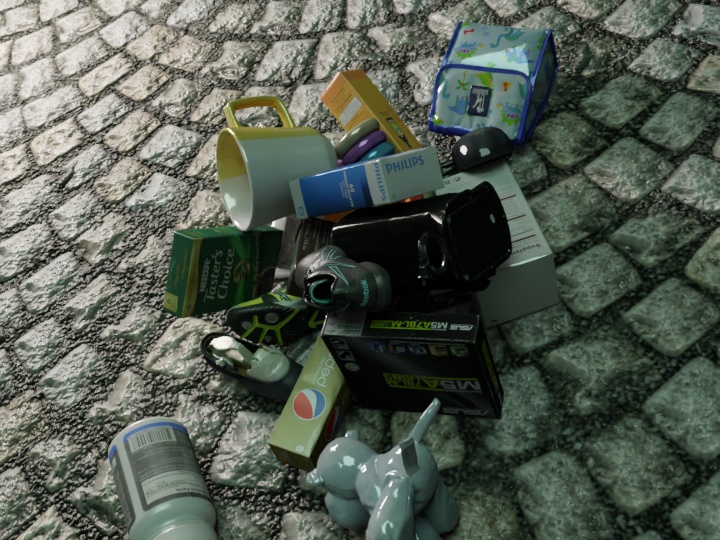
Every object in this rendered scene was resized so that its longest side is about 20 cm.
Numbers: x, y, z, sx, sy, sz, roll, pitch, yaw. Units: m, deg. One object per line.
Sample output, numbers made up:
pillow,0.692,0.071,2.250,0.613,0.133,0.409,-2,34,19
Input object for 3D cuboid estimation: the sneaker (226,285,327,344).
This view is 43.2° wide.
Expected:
sneaker,-0.103,0.054,1.368,0.199,0.076,0.077,-10,40,-5

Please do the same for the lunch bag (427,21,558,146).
lunch bag,0.218,-0.303,1.508,0.169,0.128,0.201,13,71,26

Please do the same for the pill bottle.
pill bottle,-0.255,0.302,1.190,0.113,0.114,0.200,-28,49,-3

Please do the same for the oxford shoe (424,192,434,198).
oxford shoe,0.049,-0.080,1.412,0.071,0.074,0.200,24,62,36

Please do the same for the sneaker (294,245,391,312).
sneaker,-0.042,0.011,1.136,0.079,0.076,0.200,-8,9,-30

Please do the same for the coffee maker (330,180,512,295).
coffee maker,0.061,-0.035,1.162,0.199,0.192,0.136,-9,83,42

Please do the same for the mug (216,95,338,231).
mug,-0.119,-0.164,1.334,0.152,0.188,0.149,-13,13,-24

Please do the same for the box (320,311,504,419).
box,0.071,0.122,1.164,0.199,0.194,0.048,2,52,20

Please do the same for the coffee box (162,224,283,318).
coffee box,-0.200,-0.002,1.344,0.044,0.200,0.124,21,105,31

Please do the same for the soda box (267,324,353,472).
soda box,-0.051,0.169,1.242,0.064,0.068,0.201,15,61,18

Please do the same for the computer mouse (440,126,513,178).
computer mouse,0.174,-0.181,1.378,0.138,0.200,0.053,-18,91,-1

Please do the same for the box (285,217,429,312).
box,0.000,0.000,1.310,0.199,0.075,0.101,13,54,-9

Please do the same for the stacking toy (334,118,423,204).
stacking toy,0.049,-0.128,1.370,0.085,0.085,0.200,-38,87,-12

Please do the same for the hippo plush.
hippo plush,0.010,0.268,1.083,0.160,0.201,0.159,5,32,33

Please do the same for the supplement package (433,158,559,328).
supplement package,0.192,-0.041,1.301,0.117,0.117,0.201,-19,49,2

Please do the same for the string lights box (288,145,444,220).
string lights box,0.004,-0.116,1.220,0.102,0.059,0.199,-19,8,-38

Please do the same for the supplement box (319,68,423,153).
supplement box,0.025,-0.224,1.440,0.200,0.069,0.066,52,37,12

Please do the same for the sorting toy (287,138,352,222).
sorting toy,-0.086,-0.146,1.463,0.179,0.107,0.201,0,50,-5

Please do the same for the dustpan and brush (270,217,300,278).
dustpan and brush,-0.129,-0.084,1.490,0.139,0.057,0.201,-5,51,17

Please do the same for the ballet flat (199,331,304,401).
ballet flat,-0.156,0.134,1.319,0.199,0.073,0.073,18,60,30
